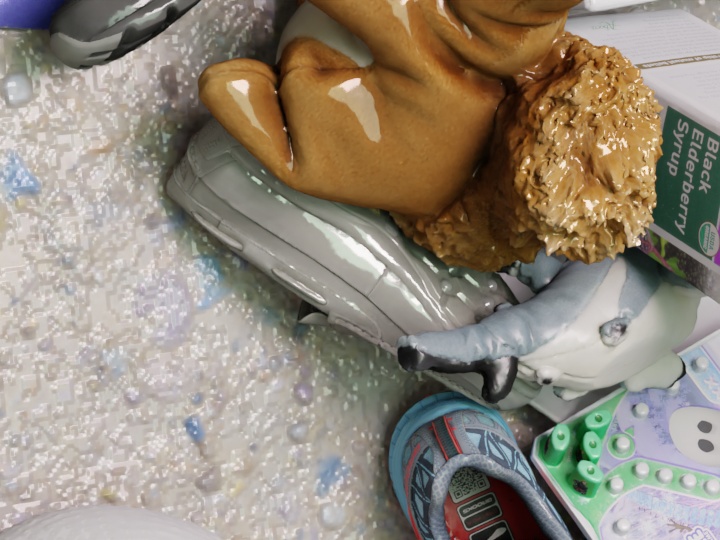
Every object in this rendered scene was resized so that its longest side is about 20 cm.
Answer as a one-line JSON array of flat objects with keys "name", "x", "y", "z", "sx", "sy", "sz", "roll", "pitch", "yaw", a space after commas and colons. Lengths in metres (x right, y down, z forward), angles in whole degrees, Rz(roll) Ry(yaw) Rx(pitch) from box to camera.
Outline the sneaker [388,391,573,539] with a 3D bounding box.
[{"name": "sneaker", "x": 0.074, "y": 0.156, "z": 1.310, "sx": 0.079, "sy": 0.096, "sz": 0.200, "roll": -32, "pitch": 102, "yaw": 1}]

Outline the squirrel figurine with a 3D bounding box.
[{"name": "squirrel figurine", "x": 0.061, "y": -0.097, "z": 1.218, "sx": 0.200, "sy": 0.187, "sz": 0.142, "roll": 49, "pitch": 37, "yaw": -7}]

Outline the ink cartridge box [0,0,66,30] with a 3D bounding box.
[{"name": "ink cartridge box", "x": -0.206, "y": -0.210, "z": 1.199, "sx": 0.197, "sy": 0.047, "sz": 0.200, "roll": 1, "pitch": 87, "yaw": -28}]

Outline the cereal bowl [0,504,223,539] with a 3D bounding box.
[{"name": "cereal bowl", "x": -0.122, "y": 0.191, "z": 1.154, "sx": 0.083, "sy": 0.200, "sz": 0.200, "roll": 30, "pitch": 75, "yaw": -60}]

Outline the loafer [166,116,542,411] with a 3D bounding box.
[{"name": "loafer", "x": 0.000, "y": 0.000, "z": 1.292, "sx": 0.200, "sy": 0.070, "sz": 0.070, "roll": 40, "pitch": 33, "yaw": -13}]

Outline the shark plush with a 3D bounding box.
[{"name": "shark plush", "x": 0.088, "y": 0.021, "z": 1.289, "sx": 0.200, "sy": 0.091, "sz": 0.083, "roll": -26, "pitch": 63, "yaw": -32}]

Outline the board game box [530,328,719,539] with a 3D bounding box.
[{"name": "board game box", "x": 0.216, "y": 0.112, "z": 1.337, "sx": 0.200, "sy": 0.026, "sz": 0.200, "roll": -29, "pitch": 72, "yaw": -21}]

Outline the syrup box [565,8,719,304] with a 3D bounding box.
[{"name": "syrup box", "x": 0.163, "y": -0.048, "z": 1.264, "sx": 0.081, "sy": 0.200, "sz": 0.079, "roll": -7, "pitch": 116, "yaw": -27}]

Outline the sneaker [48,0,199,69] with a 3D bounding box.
[{"name": "sneaker", "x": -0.077, "y": -0.166, "z": 1.259, "sx": 0.079, "sy": 0.075, "sz": 0.200, "roll": 50, "pitch": 61, "yaw": -8}]

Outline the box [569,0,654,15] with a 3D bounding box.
[{"name": "box", "x": 0.153, "y": -0.209, "z": 1.348, "sx": 0.200, "sy": 0.106, "sz": 0.153, "roll": -12, "pitch": 96, "yaw": -27}]

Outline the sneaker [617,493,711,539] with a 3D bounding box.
[{"name": "sneaker", "x": 0.168, "y": 0.193, "z": 1.384, "sx": 0.088, "sy": 0.075, "sz": 0.200, "roll": -44, "pitch": 111, "yaw": -7}]

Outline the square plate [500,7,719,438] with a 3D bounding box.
[{"name": "square plate", "x": 0.155, "y": 0.005, "z": 1.395, "sx": 0.200, "sy": 0.028, "sz": 0.198, "roll": 37, "pitch": 75, "yaw": -22}]
